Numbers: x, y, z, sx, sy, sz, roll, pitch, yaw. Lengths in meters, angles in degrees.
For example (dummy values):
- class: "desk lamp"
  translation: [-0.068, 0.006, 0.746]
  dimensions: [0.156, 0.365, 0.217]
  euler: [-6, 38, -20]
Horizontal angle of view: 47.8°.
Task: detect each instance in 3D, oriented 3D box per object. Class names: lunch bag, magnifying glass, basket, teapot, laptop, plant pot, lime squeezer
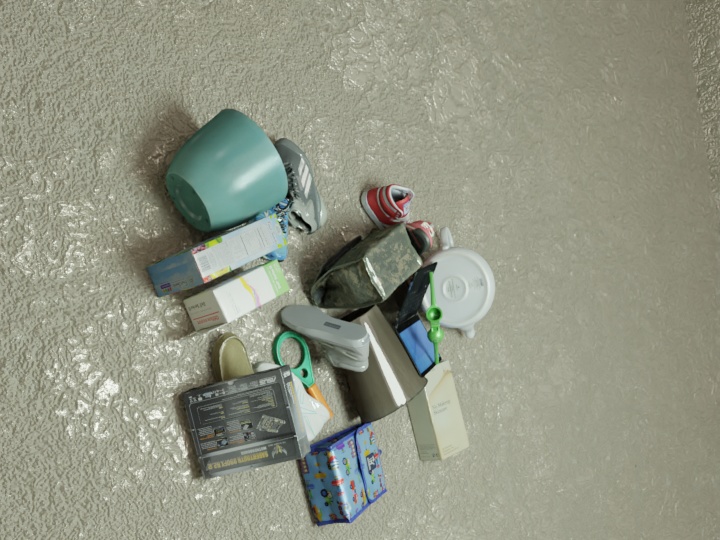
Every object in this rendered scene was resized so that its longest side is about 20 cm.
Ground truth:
- class: "lunch bag"
  translation: [-0.019, 0.404, 1.649]
  dimensions: [0.199, 0.093, 0.153]
  euler: [-14, 88, -55]
- class: "magnifying glass"
  translation: [-0.112, 0.214, 1.640]
  dimensions: [0.079, 0.022, 0.202]
  euler: [-39, 107, -41]
- class: "basket"
  translation: [0.027, 0.185, 1.702]
  dimensions: [0.179, 0.135, 0.202]
  euler: [-32, 98, -35]
- class: "teapot"
  translation: [0.224, 0.032, 1.904]
  dimensions: [0.196, 0.202, 0.146]
  euler: [31, 10, 8]
- class: "laptop"
  translation: [0.148, 0.101, 1.758]
  dimensions: [0.203, 0.102, 0.177]
  euler: [-69, 165, 14]
- class: "plant pot"
  translation: [-0.257, -0.166, 1.492]
  dimensions: [0.161, 0.199, 0.202]
  euler: [-41, 107, -28]
- class: "lime squeezer"
  translation: [0.161, 0.108, 1.726]
  dimensions: [0.071, 0.037, 0.204]
  euler: [-30, 116, -68]
- class: "lunch bag"
  translation: [0.000, 0.000, 1.674]
  dimensions: [0.164, 0.198, 0.119]
  euler: [-39, 105, -44]

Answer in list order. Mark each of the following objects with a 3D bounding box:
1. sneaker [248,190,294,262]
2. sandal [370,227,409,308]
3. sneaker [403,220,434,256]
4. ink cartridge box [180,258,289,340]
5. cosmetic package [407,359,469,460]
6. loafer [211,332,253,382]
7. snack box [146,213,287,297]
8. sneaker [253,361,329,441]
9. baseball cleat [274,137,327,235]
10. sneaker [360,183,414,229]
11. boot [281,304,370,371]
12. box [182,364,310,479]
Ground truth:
- class: "sneaker"
  translation: [-0.174, -0.117, 1.617]
  dimensions: [0.077, 0.089, 0.204]
  euler: [-3, 83, -42]
- class: "sandal"
  translation: [0.061, 0.003, 1.825]
  dimensions: [0.054, 0.081, 0.203]
  euler: [-24, 103, -20]
- class: "sneaker"
  translation: [0.123, -0.082, 1.732]
  dimensions: [0.086, 0.200, 0.075]
  euler: [-31, 98, -10]
- class: "ink cartridge box"
  translation: [-0.242, 0.053, 1.495]
  dimensions: [0.199, 0.116, 0.068]
  euler: [-29, 98, -43]
- class: "cosmetic package"
  translation: [0.167, 0.314, 1.833]
  dimensions: [0.103, 0.072, 0.204]
  euler: [-14, 90, -43]
- class: "loafer"
  translation: [-0.224, 0.214, 1.507]
  dimensions: [0.075, 0.067, 0.204]
  euler: [-7, 85, -43]
- class: "snack box"
  translation: [-0.258, -0.027, 1.467]
  dimensions: [0.199, 0.167, 0.069]
  euler: [-30, 100, -41]
- class: "sneaker"
  translation: [-0.140, 0.255, 1.573]
  dimensions: [0.201, 0.070, 0.081]
  euler: [49, 55, -23]
- class: "baseball cleat"
  translation: [-0.132, -0.172, 1.673]
  dimensions: [0.202, 0.069, 0.107]
  euler: [61, 34, -12]
- class: "sneaker"
  translation: [0.097, -0.114, 1.845]
  dimensions: [0.200, 0.112, 0.072]
  euler: [47, 54, -23]
- class: "boot"
  translation: [-0.072, 0.141, 1.617]
  dimensions: [0.073, 0.197, 0.097]
  euler: [-42, 141, -45]
- class: "box"
  translation: [-0.201, 0.267, 1.432]
  dimensions: [0.048, 0.197, 0.161]
  euler: [-14, 88, -75]
